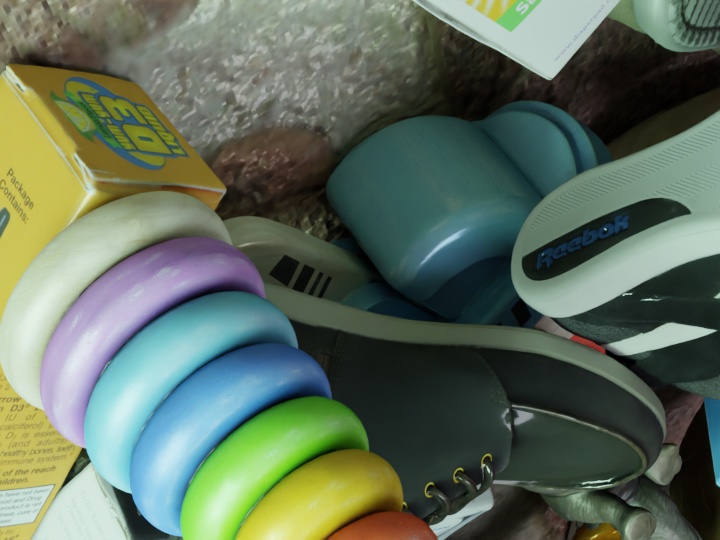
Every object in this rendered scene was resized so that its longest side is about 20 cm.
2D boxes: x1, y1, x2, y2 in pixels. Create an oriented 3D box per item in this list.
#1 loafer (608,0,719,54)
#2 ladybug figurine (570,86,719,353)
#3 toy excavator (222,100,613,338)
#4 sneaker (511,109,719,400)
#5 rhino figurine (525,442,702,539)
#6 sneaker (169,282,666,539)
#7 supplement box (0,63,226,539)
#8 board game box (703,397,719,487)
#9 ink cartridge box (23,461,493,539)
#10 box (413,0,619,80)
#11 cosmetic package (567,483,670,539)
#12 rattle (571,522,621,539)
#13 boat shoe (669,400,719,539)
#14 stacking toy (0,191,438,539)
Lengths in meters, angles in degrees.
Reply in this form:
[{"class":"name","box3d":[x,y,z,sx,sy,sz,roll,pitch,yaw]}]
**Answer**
[{"class":"loafer","box3d":[0.132,-0.123,0.790,0.200,0.069,0.076,0,116,-64]},{"class":"ladybug figurine","box3d":[0.153,-0.015,0.924,0.199,0.072,0.136,-24,144,-24]},{"class":"toy excavator","box3d":[0.000,0.000,0.785,0.195,0.100,0.200,-48,133,12]},{"class":"sneaker","box3d":[0.159,-0.009,0.705,0.112,0.074,0.199,34,146,-32]},{"class":"rhino figurine","box3d":[0.109,0.091,0.964,0.060,0.087,0.200,-55,134,-7]},{"class":"sneaker","box3d":[0.020,0.077,0.716,0.198,0.107,0.075,11,145,-19]},{"class":"supplement box","box3d":[-0.125,0.030,0.697,0.068,0.067,0.201,0,130,-46]},{"class":"board game box","box3d":[0.238,0.002,0.975,0.040,0.153,0.201,29,113,-8]},{"class":"ink cartridge box","box3d":[-0.078,0.131,0.831,0.197,0.044,0.200,-1,151,-45]},{"class":"box","box3d":[0.066,-0.176,0.609,0.200,0.113,0.101,-49,146,14]},{"class":"cosmetic package","box3d":[0.190,0.200,1.097,0.050,0.200,0.083,-25,144,-24]},{"class":"rattle","box3d":[0.129,0.236,1.058,0.142,0.201,0.130,-22,152,4]},{"class":"boat shoe","box3d":[0.204,0.131,1.063,0.071,0.069,0.201,-25,-146,52]},{"class":"stacking toy","box3d":[-0.024,0.068,0.599,0.085,0.200,0.086,-30,148,-21]}]
